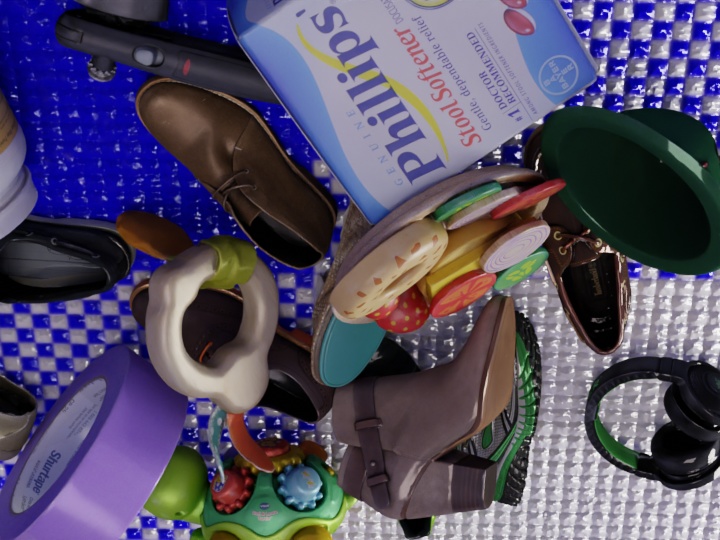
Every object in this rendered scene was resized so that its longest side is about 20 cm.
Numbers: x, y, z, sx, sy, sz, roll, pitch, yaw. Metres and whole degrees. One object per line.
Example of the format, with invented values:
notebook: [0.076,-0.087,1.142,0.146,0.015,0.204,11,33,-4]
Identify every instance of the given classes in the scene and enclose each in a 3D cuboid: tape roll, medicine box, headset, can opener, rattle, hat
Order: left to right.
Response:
tape roll: [-0.233,0.164,1.213,0.066,0.200,0.200,37,116,-20]
can opener: [-0.134,-0.165,1.083,0.199,0.063,0.079,20,120,-10]
rattle: [-0.142,0.064,1.166,0.142,0.130,0.200,6,124,28]
medicine box: [0.036,-0.168,1.032,0.200,0.103,0.182,-34,116,6]
hat: [0.253,-0.109,1.078,0.165,0.176,0.200,29,158,27]
headset: [0.302,0.132,1.270,0.199,0.094,0.124,13,127,11]

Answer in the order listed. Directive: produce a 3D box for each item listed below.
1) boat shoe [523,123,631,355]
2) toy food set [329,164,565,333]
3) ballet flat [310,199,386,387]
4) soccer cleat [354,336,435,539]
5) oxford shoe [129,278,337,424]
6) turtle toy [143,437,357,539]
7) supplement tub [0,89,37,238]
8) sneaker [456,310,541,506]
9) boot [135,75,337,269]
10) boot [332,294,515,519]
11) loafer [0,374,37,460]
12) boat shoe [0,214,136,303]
boat shoe: [0.183,-0.023,1.161,0.070,0.070,0.200,-16,119,14]
toy food set: [0.067,-0.013,1.087,0.198,0.049,0.200,-30,159,-4]
ballet flat: [0.000,0.000,1.179,0.070,0.065,0.200,8,115,-37]
soccer cleat: [0.035,0.149,1.265,0.067,0.081,0.200,-13,119,9]
oxford shoe: [-0.110,0.067,1.216,0.200,0.073,0.071,23,123,0]
turtle toy: [-0.102,0.204,1.283,0.199,0.146,0.101,-4,101,3]
supplement tub: [-0.341,-0.116,1.072,0.144,0.145,0.200,-16,120,11]
sneaker: [0.113,0.124,1.251,0.085,0.078,0.200,8,121,2]
boot: [-0.097,-0.078,1.131,0.200,0.076,0.074,39,117,-20]
boot: [0.048,0.111,1.190,0.146,0.070,0.201,8,90,27]
loafer: [-0.367,0.092,1.250,0.200,0.076,0.068,35,116,-29]
boat shoe: [-0.291,-0.003,1.187,0.199,0.066,0.075,5,123,-1]
